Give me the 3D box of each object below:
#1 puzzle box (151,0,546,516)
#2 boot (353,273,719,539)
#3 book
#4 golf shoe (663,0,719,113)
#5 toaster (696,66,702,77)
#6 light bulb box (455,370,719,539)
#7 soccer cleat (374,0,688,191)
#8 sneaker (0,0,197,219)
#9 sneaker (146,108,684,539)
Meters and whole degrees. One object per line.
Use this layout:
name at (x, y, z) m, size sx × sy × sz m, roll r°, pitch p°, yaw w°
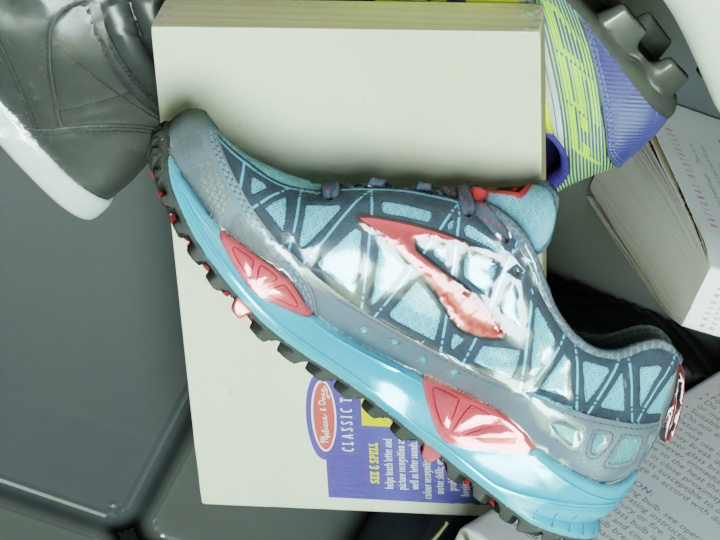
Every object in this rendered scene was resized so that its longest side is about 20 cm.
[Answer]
puzzle box at (0.000, 0.000, 0.759) m, size 0.132 × 0.025 × 0.201 m, roll 2°, pitch 121°, yaw 7°
boot at (0.028, 0.075, 0.856) m, size 0.199 × 0.076 × 0.169 m, roll 21°, pitch 110°, yaw -24°
book at (0.198, 0.007, 0.812) m, size 0.199 × 0.134 × 0.048 m, roll 16°, pitch 115°, yaw -16°
golf shoe at (0.097, -0.133, 0.712) m, size 0.088 × 0.077 × 0.201 m, roll -17°, pitch 95°, yaw 24°
toaster at (0.231, -0.091, 0.779) m, size 0.199 × 0.114 × 0.130 m, roll 24°, pitch 109°, yaw -15°
light bulb box at (0.121, 0.163, 0.822) m, size 0.200 × 0.125 × 0.199 m, roll -24°, pitch 141°, yaw -43°
soccer cleat at (0.028, -0.100, 0.739) m, size 0.084 × 0.065 × 0.200 m, roll -41°, pitch 116°, yaw 18°
sneaker at (-0.121, -0.114, 0.743) m, size 0.099 × 0.071 × 0.200 m, roll -37°, pitch 123°, yaw 10°
sneaker at (0.022, -0.001, 0.710) m, size 0.200 × 0.079 × 0.096 m, roll 37°, pitch 96°, yaw -11°
